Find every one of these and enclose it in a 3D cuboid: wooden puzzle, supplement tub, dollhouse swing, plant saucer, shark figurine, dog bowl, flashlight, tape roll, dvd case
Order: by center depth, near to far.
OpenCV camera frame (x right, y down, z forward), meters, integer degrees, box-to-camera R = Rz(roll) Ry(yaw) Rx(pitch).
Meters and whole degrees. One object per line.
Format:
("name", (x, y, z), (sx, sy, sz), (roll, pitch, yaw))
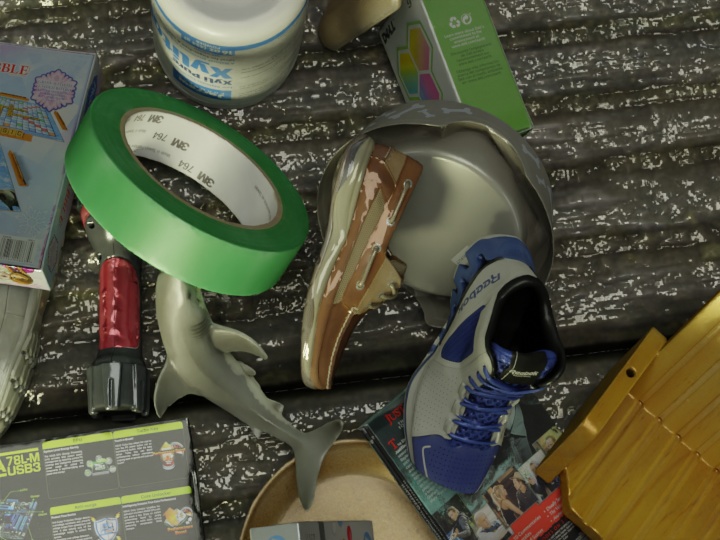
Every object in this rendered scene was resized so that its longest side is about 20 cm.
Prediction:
("dollhouse swing", (0.287, 0.143, 1.294), (0.200, 0.176, 0.182), (42, 57, 3))
("tape roll", (-0.136, -0.064, 1.296), (0.200, 0.200, 0.048), (38, 114, 2))
("shark figurine", (-0.117, 0.098, 1.310), (0.090, 0.128, 0.215), (-46, 105, -25))
("dog bowl", (0.066, -0.048, 1.321), (0.198, 0.201, 0.059), (27, 43, 0))
("supplement tub", (-0.106, -0.219, 1.323), (0.130, 0.200, 0.134), (1, 78, -5))
("plant saucer", (-0.003, 0.239, 1.328), (0.197, 0.035, 0.203), (1, 79, -6))
("flashlight", (-0.199, 0.017, 1.332), (0.067, 0.068, 0.203), (11, 70, -38))
("dvd case", (0.109, 0.167, 1.334), (0.146, 0.022, 0.201), (-37, 91, -27))
("wooden puzzle", (0.038, -0.289, 1.364), (0.046, 0.185, 0.202), (22, 78, -16))

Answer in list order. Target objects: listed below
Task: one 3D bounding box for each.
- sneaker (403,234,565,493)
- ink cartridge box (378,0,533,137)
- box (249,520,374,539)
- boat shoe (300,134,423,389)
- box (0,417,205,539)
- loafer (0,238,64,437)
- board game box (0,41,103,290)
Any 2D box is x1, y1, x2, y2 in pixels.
("sneaker", (0.095, 0.080, 1.241), (0.080, 0.115, 0.202), (12, 102, -16))
("ink cartridge box", (0.069, -0.187, 1.380), (0.059, 0.104, 0.202), (-17, 81, -20))
("box", (-0.026, 0.265, 1.201), (0.041, 0.200, 0.158), (-8, 79, 13))
("boat shoe", (0.000, 0.000, 1.259), (0.071, 0.076, 0.202), (14, 102, -1))
("box", (-0.221, 0.228, 1.303), (0.197, 0.048, 0.196), (-9, 78, -8))
("loafer", (-0.293, 0.039, 1.325), (0.069, 0.070, 0.202), (10, 71, 1))
("board game box", (-0.326, -0.094, 1.323), (0.197, 0.041, 0.202), (8, 66, 4))
